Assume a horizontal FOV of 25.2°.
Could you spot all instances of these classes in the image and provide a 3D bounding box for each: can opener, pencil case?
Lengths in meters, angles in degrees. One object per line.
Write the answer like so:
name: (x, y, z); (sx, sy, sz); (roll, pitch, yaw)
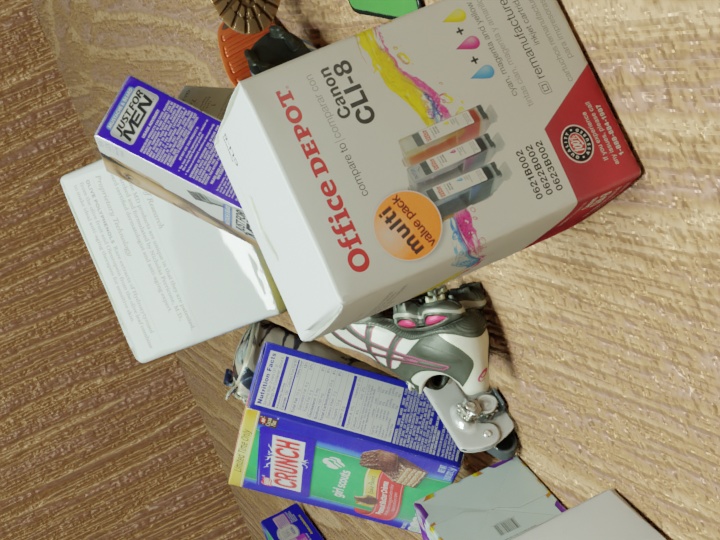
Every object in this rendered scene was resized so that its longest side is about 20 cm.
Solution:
can opener: (0.068, 0.083, 1.401); (0.200, 0.053, 0.066); (59, 165, 29)
pencil case: (-0.033, 0.122, 1.586); (0.200, 0.090, 0.078); (24, 166, -9)

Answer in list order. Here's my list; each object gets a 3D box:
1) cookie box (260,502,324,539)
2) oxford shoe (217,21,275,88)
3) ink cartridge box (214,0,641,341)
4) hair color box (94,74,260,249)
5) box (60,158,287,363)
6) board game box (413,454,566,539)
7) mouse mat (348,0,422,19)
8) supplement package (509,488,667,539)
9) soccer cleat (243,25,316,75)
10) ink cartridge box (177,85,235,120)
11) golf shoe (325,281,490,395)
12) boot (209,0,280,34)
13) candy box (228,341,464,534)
cookie box: (-0.077, 0.508, 2.609); (0.171, 0.075, 0.200); (44, 155, 56)
oxford shoe: (-0.076, -0.157, 1.516); (0.200, 0.071, 0.073); (60, 170, 24)
ink cartridge box: (0.033, -0.066, 0.973); (0.145, 0.200, 0.145); (65, 166, 5)
hair color box: (-0.111, -0.075, 1.308); (0.200, 0.065, 0.109); (28, 168, 2)
box: (-0.140, -0.047, 1.561); (0.199, 0.171, 0.200); (-31, -81, -63)
board game box: (0.129, 0.280, 1.388); (0.103, 0.105, 0.200); (47, 156, 55)
mouse mat: (-0.010, -0.281, 1.190); (0.161, 0.008, 0.200); (32, 142, 66)
supplement package: (0.181, 0.285, 1.176); (0.117, 0.117, 0.200); (43, 154, 59)
soccer cleat: (-0.027, -0.145, 1.387); (0.086, 0.070, 0.200); (48, 180, -43)
ink cartridge box: (-0.042, -0.083, 1.374); (0.176, 0.045, 0.200); (12, 160, 46)
golf shoe: (0.032, 0.062, 1.343); (0.200, 0.077, 0.088); (-4, 103, 57)
boot: (-0.122, -0.303, 1.457); (0.107, 0.075, 0.200); (147, 108, -79)
candy box: (-0.012, 0.159, 1.485); (0.169, 0.200, 0.077); (107, 180, -58)
